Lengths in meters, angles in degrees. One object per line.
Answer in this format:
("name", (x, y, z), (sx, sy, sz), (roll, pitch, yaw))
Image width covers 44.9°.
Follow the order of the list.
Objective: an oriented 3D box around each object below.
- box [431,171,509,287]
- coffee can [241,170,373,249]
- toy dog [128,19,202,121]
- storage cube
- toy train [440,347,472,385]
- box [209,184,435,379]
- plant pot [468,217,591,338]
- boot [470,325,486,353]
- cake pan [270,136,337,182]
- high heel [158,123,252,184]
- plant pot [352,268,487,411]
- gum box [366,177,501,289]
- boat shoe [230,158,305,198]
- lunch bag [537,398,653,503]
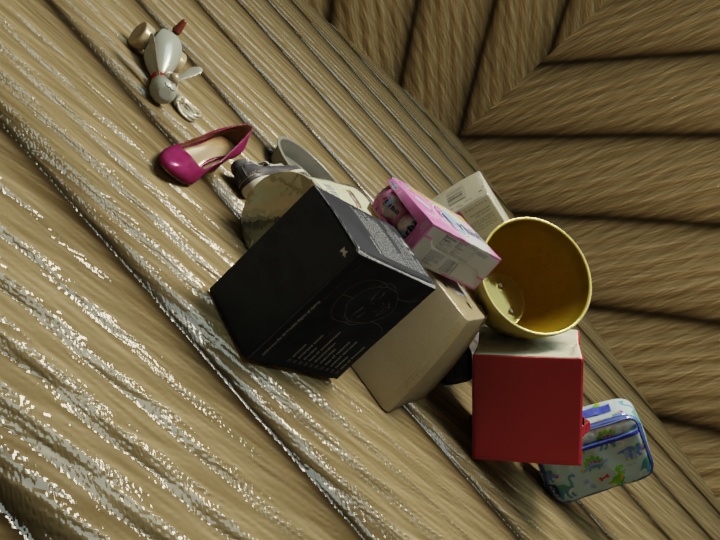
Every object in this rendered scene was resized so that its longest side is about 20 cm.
("box", (0.228, -0.060, 1.605), (0.200, 0.109, 0.128), (55, 14, -21))
("coffee can", (-0.073, -0.072, 1.352), (0.146, 0.146, 0.200), (53, 18, 15))
("toy dog", (-0.316, -0.356, 1.457), (0.132, 0.096, 0.200), (22, 31, -56))
("storage cube", (0.280, 0.202, 1.448), (0.171, 0.200, 0.180), (-44, 133, -73))
("toy train", (0.145, 0.099, 1.486), (0.114, 0.085, 0.200), (-140, -136, -66))
("box", (-0.045, 0.023, 1.119), (0.197, 0.200, 0.124), (22, 29, -56))
("plant pot", (0.260, 0.031, 1.449), (0.200, 0.200, 0.142), (50, -27, 4))
("boot", (0.252, 0.114, 1.836), (0.074, 0.096, 0.200), (45, 17, -11))
("cake pan", (-0.100, -0.176, 1.698), (0.200, 0.037, 0.200), (43, 18, -18))
("high heel", (-0.229, -0.185, 1.297), (0.067, 0.096, 0.200), (47, 17, -3))
("plant pot", (0.078, 0.075, 1.353), (0.200, 0.177, 0.200), (53, 18, 14))
("gum box", (0.107, -0.053, 1.288), (0.200, 0.066, 0.114), (23, 23, -48))
("boat shoe", (-0.156, -0.167, 1.484), (0.063, 0.073, 0.200), (53, 22, 5))
("lunch bag", (0.415, 0.323, 1.575), (0.083, 0.200, 0.161), (-89, 160, -64))
